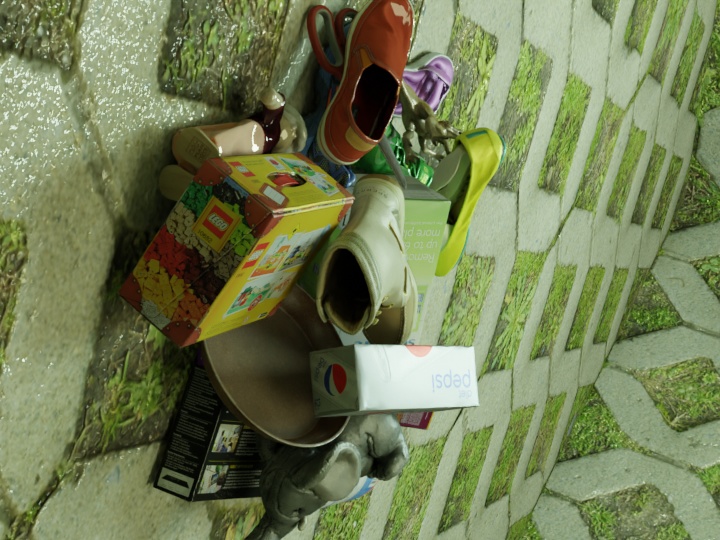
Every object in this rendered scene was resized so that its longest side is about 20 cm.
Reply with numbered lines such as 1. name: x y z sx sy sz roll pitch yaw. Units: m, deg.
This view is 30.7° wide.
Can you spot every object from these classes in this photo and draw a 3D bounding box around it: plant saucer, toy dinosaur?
1. plant saucer: -0.090 0.089 1.313 0.034 0.200 0.200 -33 -178 33
2. toy dinosaur: 0.064 -0.176 1.495 0.200 0.058 0.101 45 28 -54

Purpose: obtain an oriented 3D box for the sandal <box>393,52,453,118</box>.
1. sandal: 0.078 -0.214 1.594 0.203 0.050 0.083 -29 135 -58

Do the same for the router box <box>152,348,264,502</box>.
1. router box: -0.134 0.167 1.399 0.200 0.051 0.149 24 84 -70

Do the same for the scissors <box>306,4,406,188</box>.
1. scissors: -0.005 -0.172 1.324 0.073 0.014 0.200 -20 98 -42

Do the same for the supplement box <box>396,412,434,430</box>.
1. supplement box: 0.028 0.147 1.710 0.086 0.110 0.200 -70 160 -2

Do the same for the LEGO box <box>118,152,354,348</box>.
1. LEGO box: -0.105 -0.024 1.178 0.149 0.077 0.200 -54 168 16

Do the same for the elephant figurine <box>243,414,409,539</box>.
1. elephant figurine: -0.050 0.203 1.385 0.200 0.141 0.155 -27 93 -42

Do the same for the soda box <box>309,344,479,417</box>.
1. soda box: 0.038 0.112 1.350 0.200 0.063 0.068 5 77 -48

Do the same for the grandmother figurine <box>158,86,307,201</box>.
1. grandmother figurine: -0.106 -0.119 1.213 0.121 0.061 0.200 -49 173 26

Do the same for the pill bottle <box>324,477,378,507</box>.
1. pill bottle: -0.052 0.229 1.580 0.200 0.112 0.112 15 95 -69

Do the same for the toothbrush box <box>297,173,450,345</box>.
1. toothbrush box: 0.000 0.000 1.450 0.145 0.086 0.200 1 114 -30

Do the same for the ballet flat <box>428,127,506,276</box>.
1. ballet flat: 0.098 -0.076 1.492 0.067 0.067 0.200 -7 133 -39

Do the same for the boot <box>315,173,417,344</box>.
1. boot: 0.006 0.025 1.311 0.155 0.072 0.200 -66 155 -56

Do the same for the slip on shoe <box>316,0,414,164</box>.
1. slip on shoe: 0.017 -0.195 1.296 0.074 0.061 0.200 35 61 -29

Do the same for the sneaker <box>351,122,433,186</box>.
1. sneaker: 0.045 -0.128 1.543 0.074 0.084 0.200 -66 159 -10

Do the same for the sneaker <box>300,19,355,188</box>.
1. sneaker: -0.010 -0.171 1.373 0.200 0.078 0.075 -70 160 -2
